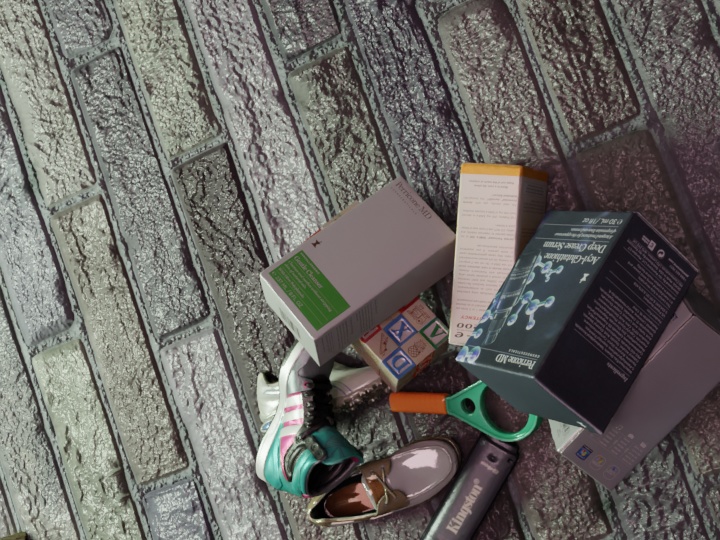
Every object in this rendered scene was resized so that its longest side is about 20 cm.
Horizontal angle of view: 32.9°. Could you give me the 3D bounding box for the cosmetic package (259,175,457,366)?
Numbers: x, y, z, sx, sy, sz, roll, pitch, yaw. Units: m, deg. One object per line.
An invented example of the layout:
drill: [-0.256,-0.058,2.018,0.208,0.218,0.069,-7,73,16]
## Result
cosmetic package: [0.000,0.000,1.366,0.200,0.085,0.108,-37,68,-14]

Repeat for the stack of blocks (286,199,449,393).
stack of blocks: [0.018,0.029,1.433,0.115,0.059,0.200,-39,74,-15]

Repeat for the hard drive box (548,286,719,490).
hard drive box: [0.291,0.108,1.290,0.077,0.156,0.200,37,107,-12]

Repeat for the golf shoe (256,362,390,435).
golf shoe: [-0.045,0.133,1.482,0.200,0.078,0.097,-23,77,20]

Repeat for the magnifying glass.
magnifying glass: [0.120,0.156,1.415,0.200,0.022,0.080,-1,102,38]

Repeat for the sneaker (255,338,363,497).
sneaker: [-0.044,0.173,1.385,0.121,0.084,0.200,27,106,39]

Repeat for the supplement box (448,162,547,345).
supplement box: [0.155,-0.017,1.367,0.073,0.126,0.200,5,92,21]

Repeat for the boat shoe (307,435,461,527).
boat shoe: [0.027,0.260,1.455,0.200,0.068,0.075,-30,80,20]

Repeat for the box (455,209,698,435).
box: [0.218,0.047,1.246,0.107,0.148,0.200,38,76,-23]

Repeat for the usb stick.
usb stick: [0.121,0.281,1.437,0.055,0.033,0.200,32,102,19]

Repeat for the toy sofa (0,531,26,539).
toy sofa: [-0.432,0.445,1.632,0.200,0.098,0.083,33,102,17]
